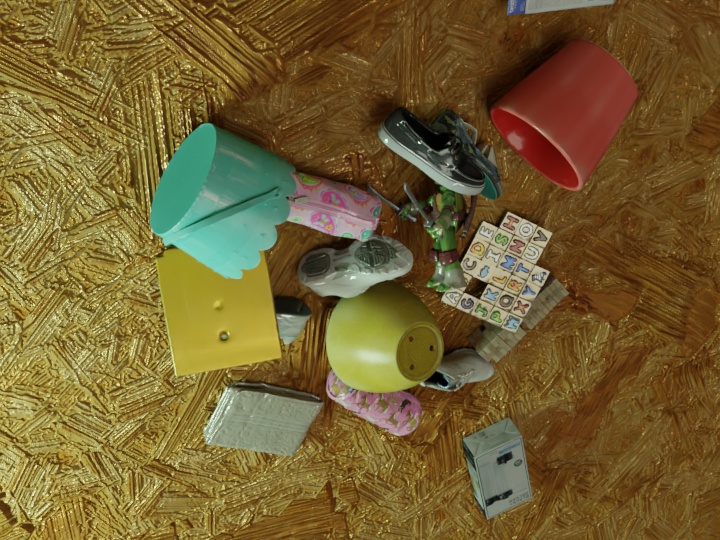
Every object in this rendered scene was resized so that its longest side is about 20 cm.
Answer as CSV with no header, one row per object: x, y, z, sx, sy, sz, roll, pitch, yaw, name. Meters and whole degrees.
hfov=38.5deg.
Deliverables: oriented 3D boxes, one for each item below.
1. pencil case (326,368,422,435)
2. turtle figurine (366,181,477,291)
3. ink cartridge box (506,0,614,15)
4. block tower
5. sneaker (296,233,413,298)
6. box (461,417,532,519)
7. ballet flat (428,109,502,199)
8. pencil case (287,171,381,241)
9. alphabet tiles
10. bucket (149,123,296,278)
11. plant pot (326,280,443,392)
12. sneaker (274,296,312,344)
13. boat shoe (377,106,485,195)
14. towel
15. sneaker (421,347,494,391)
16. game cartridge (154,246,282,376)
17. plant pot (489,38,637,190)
0.028,0.235,1.897,0.199,0.086,0.084,36,64,-38,pencil case
0.102,-0.064,1.678,0.199,0.143,0.197,-18,102,-44,turtle figurine
0.311,-0.467,1.597,0.198,0.042,0.121,-13,126,-21,ink cartridge box
0.296,0.085,1.942,0.200,0.058,0.054,-44,129,9,block tower
0.000,0.000,1.712,0.197,0.079,0.100,-7,149,20,sneaker
0.288,0.415,2.150,0.115,0.060,0.202,-22,128,-11,box
0.186,-0.195,1.703,0.074,0.074,0.200,-44,132,7,ballet flat
-0.065,-0.105,1.624,0.198,0.088,0.088,15,114,-31,pencil case
0.259,0.000,1.862,0.166,0.008,0.202,23,106,-17,alphabet tiles
-0.204,-0.103,1.493,0.134,0.208,0.208,27,107,-30,bucket
0.061,0.125,1.756,0.198,0.141,0.203,-7,103,-32,plant pot
-0.178,0.087,1.708,0.198,0.071,0.081,8,120,-30,sneaker
0.123,-0.191,1.608,0.199,0.070,0.066,32,129,-14,boat shoe
-0.175,0.268,1.851,0.198,0.035,0.133,16,114,-34,towel
0.170,0.195,1.933,0.198,0.087,0.075,2,118,-28,sneaker
-0.223,0.054,1.624,0.174,0.032,0.203,-9,96,-6,game cartridge
0.336,-0.260,1.659,0.178,0.200,0.200,-48,129,-3,plant pot
